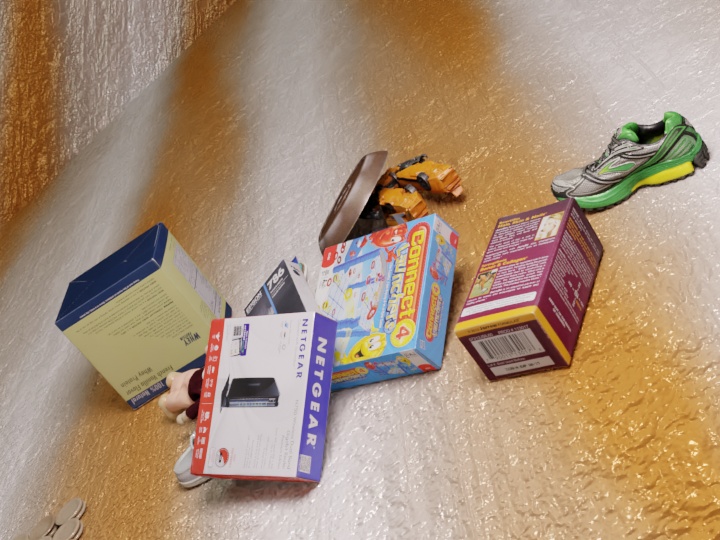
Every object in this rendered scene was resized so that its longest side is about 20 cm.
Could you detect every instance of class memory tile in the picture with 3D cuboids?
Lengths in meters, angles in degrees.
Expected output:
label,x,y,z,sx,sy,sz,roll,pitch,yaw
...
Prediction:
label,x,y,z,sx,sy,sz,roll,pitch,yaw
memory tile,-0.453,0.415,1.468,0.153,0.017,0.200,-35,25,6

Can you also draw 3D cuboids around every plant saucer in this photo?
label,x,y,z,sx,sy,sz,roll,pitch,yaw
plant saucer,-0.018,-0.108,1.655,0.201,0.032,0.200,-59,9,15

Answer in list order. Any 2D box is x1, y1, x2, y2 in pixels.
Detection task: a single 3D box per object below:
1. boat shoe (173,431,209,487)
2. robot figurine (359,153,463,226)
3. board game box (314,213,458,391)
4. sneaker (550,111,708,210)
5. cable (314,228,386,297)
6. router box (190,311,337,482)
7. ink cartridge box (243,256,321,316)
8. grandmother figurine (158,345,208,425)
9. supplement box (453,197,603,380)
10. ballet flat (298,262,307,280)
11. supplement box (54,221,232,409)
label,x,y,z,sx,sy,sz,roll,pitch,yaw
boat shoe,-0.182,0.206,1.397,0.202,0.065,0.075,-43,24,9
robot figurine,0.072,-0.119,1.617,0.145,0.058,0.200,-43,19,-13
board game box,0.024,0.044,1.357,0.194,0.056,0.202,-17,50,37
sneaker,0.327,-0.143,1.309,0.198,0.085,0.078,-23,28,29
cable,0.000,0.000,1.534,0.199,0.051,0.164,-31,26,15
router box,-0.121,0.157,1.297,0.178,0.049,0.203,-7,69,37
ink cartridge box,-0.108,0.057,1.418,0.100,0.039,0.200,-51,31,14
grandmother figurine,-0.228,0.164,1.496,0.199,0.060,0.123,-17,60,58
supplement box,0.198,0.020,1.203,0.110,0.086,0.201,-16,33,38
ballet flat,-0.114,0.085,1.505,0.069,0.069,0.202,-6,51,47
supplement box,-0.343,0.074,1.680,0.199,0.200,0.135,-31,26,12
